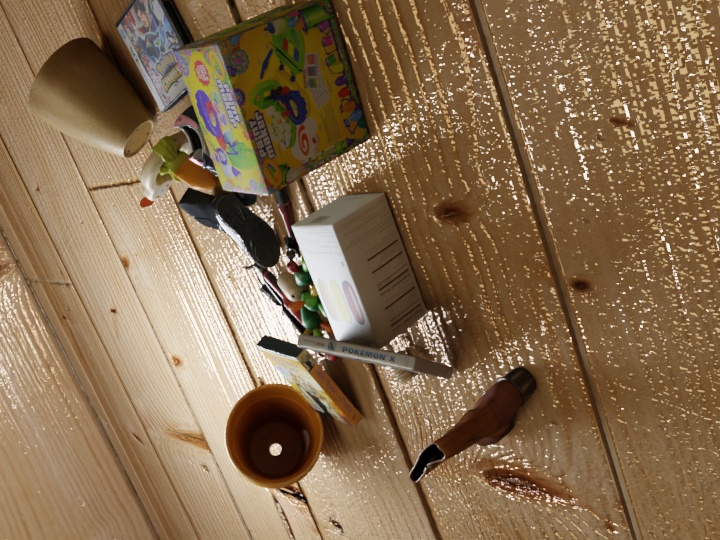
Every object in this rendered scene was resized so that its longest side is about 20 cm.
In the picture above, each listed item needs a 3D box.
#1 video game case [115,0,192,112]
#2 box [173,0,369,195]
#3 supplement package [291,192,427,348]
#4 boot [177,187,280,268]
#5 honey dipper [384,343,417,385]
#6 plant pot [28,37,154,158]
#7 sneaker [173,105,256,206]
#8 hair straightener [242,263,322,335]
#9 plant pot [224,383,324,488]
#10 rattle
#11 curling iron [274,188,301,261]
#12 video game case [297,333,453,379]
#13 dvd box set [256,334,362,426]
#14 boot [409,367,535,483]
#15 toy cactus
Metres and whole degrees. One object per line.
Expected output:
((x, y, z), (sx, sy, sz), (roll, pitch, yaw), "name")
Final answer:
((-0.355, -0.395, 1.508), (0.199, 0.025, 0.183), (-16, 104, 57), "video game case")
((-0.116, -0.237, 1.157), (0.121, 0.191, 0.203), (11, 125, 49), "box")
((0.000, 0.000, 1.276), (0.113, 0.109, 0.203), (2, 119, 53), "supplement package")
((-0.245, -0.081, 1.580), (0.199, 0.066, 0.166), (9, 140, 57), "boot")
((0.027, 0.092, 1.393), (0.202, 0.038, 0.038), (59, 148, 5), "honey dipper")
((-0.508, -0.316, 1.665), (0.199, 0.187, 0.187), (38, 145, 5), "plant pot")
((-0.257, -0.191, 1.491), (0.070, 0.082, 0.202), (-10, 113, 56), "sneaker")
((-0.151, 0.061, 1.597), (0.199, 0.041, 0.077), (41, 145, 15), "hair straightener")
((-0.176, 0.355, 1.766), (0.201, 0.199, 0.184), (48, 163, 14), "plant pot")
((-0.340, -0.155, 1.607), (0.141, 0.131, 0.201), (28, 130, -4), "rattle")
((-0.128, -0.105, 1.436), (0.050, 0.025, 0.203), (-103, 3, -64), "curling iron")
((0.027, 0.128, 1.256), (0.179, 0.200, 0.022), (9, 84, 23), "video game case")
((-0.096, 0.207, 1.602), (0.145, 0.029, 0.201), (10, 143, 51), "dvd box set")
((0.147, 0.241, 1.194), (0.069, 0.199, 0.189), (49, 147, 11), "boot")
((-0.098, 0.054, 1.487), (0.164, 0.102, 0.202), (32, 149, 48), "toy cactus")
